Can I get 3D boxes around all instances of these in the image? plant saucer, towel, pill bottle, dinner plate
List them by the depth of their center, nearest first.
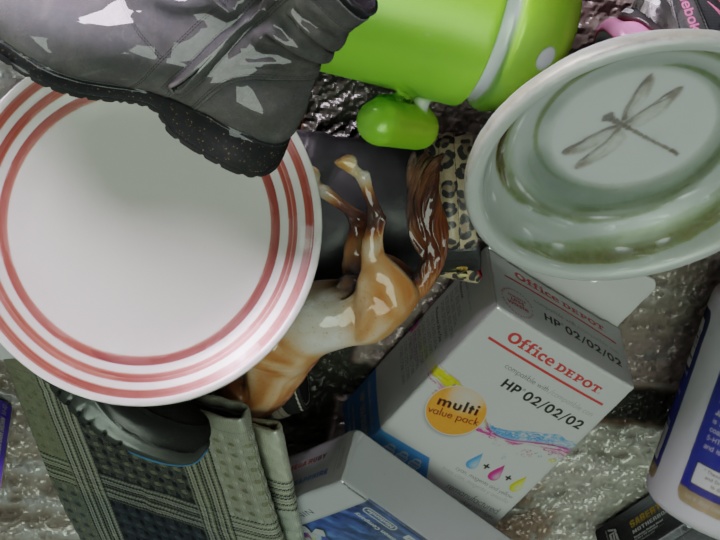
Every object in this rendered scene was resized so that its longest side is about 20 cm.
[{"bbox_3d":[-0.120,-0.026,0.984,0.199,0.024,0.201,1,83,-8],"label":"dinner plate"},{"bbox_3d":[0.152,-0.073,0.994,0.199,0.050,0.201,-5,143,-4],"label":"plant saucer"},{"bbox_3d":[0.267,0.067,1.136,0.119,0.120,0.201,14,103,-14],"label":"pill bottle"},{"bbox_3d":[-0.123,0.129,1.140,0.192,0.035,0.201,14,137,28],"label":"towel"}]

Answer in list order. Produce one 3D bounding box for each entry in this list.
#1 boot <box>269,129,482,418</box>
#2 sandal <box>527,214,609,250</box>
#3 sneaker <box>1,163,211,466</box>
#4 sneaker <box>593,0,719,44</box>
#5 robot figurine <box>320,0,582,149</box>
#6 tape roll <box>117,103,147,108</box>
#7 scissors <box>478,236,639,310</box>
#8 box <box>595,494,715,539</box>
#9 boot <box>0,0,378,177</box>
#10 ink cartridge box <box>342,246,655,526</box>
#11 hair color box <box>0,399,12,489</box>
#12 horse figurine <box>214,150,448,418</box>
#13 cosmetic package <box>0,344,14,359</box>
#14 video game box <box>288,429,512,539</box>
[{"bbox_3d":[0.000,0.000,1.108,0.150,0.073,0.201,-3,115,3],"label":"boot"},{"bbox_3d":[0.157,-0.051,1.098,0.199,0.048,0.076,-5,88,-23],"label":"sandal"},{"bbox_3d":[-0.149,0.026,1.011,0.082,0.073,0.200,-43,95,7],"label":"sneaker"},{"bbox_3d":[0.237,-0.114,1.064,0.200,0.079,0.096,35,86,-19],"label":"sneaker"},{"bbox_3d":[0.033,-0.156,0.992,0.199,0.116,0.176,13,99,-13],"label":"robot figurine"},{"bbox_3d":[-0.218,-0.110,1.027,0.199,0.066,0.201,-3,122,-5],"label":"tape roll"},{"bbox_3d":[0.104,-0.029,1.138,0.199,0.014,0.073,21,125,-14],"label":"scissors"},{"bbox_3d":[0.288,0.217,1.284,0.158,0.048,0.200,-37,117,15],"label":"box"},{"bbox_3d":[-0.100,-0.145,0.922,0.199,0.070,0.132,23,125,-12],"label":"boot"},{"bbox_3d":[0.092,0.068,1.155,0.115,0.068,0.200,30,119,-21],"label":"ink cartridge box"},{"bbox_3d":[-0.310,0.169,1.163,0.065,0.109,0.200,33,114,-23],"label":"hair color box"},{"bbox_3d":[-0.027,0.008,1.044,0.199,0.050,0.133,-26,109,14],"label":"horse figurine"},{"bbox_3d":[-0.216,0.014,1.094,0.199,0.083,0.051,-5,124,-2],"label":"cosmetic package"},{"bbox_3d":[0.006,0.194,1.200,0.200,0.047,0.182,37,143,-24],"label":"video game box"}]
